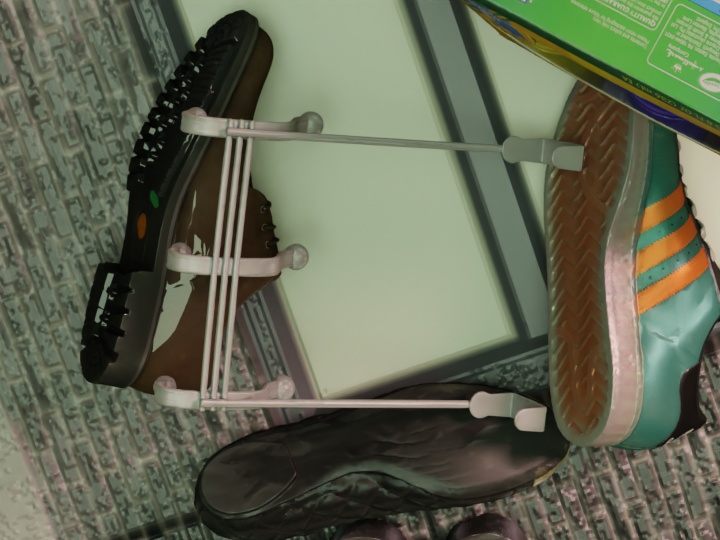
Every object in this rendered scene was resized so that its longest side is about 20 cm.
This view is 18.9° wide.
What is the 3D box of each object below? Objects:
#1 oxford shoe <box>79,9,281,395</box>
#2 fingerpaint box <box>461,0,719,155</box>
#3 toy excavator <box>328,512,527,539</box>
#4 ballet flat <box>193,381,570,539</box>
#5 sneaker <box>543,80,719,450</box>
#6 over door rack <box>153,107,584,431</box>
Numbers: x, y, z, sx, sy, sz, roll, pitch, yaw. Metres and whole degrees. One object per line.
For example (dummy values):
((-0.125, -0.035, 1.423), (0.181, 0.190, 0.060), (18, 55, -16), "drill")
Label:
((-0.076, -0.032, 1.106), (0.084, 0.073, 0.201), (15, 98, -25), "oxford shoe")
((0.141, -0.104, 0.963), (0.199, 0.167, 0.074), (30, 94, 16), "fingerpaint box")
((0.001, 0.240, 1.133), (0.193, 0.100, 0.201), (-1, 108, 5), "toy excavator")
((0.011, 0.100, 1.132), (0.199, 0.057, 0.067), (-9, 72, 0), "ballet flat")
((0.142, -0.011, 1.092), (0.080, 0.071, 0.201), (4, 88, -31), "sneaker")
((0.000, 0.000, 1.074), (0.199, 0.067, 0.149), (4, 100, -15), "over door rack")
